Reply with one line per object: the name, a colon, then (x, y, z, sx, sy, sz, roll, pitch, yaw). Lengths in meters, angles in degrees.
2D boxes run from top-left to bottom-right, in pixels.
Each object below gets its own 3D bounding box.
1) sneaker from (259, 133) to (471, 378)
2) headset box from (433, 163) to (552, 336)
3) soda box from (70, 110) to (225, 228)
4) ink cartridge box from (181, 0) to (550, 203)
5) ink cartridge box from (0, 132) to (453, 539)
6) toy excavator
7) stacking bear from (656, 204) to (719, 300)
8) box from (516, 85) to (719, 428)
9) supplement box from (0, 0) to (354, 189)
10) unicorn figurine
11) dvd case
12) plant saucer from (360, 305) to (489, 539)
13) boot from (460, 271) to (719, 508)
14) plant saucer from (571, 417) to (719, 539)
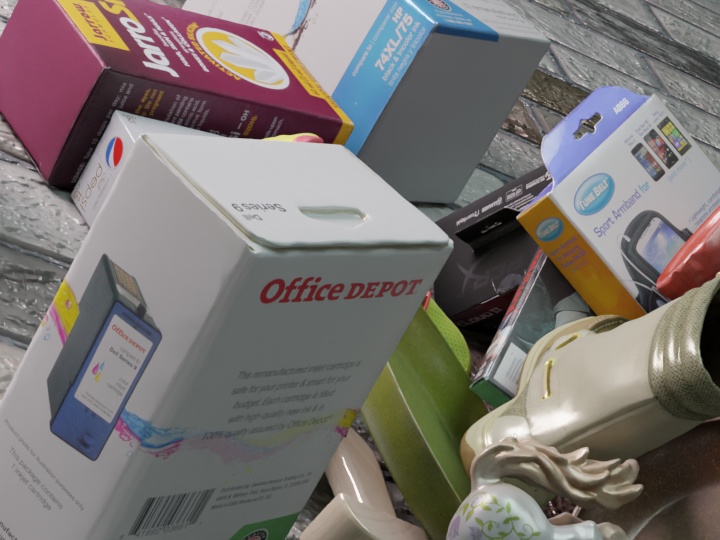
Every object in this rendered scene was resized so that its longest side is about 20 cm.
sneaker: (0.000, 0.000, 1.205, 0.200, 0.090, 0.078, 44, 50, -20)
headset box: (0.152, -0.006, 1.380, 0.199, 0.148, 0.075, 14, 63, -35)
soda box: (-0.068, -0.033, 1.281, 0.199, 0.064, 0.068, 11, 31, -39)
ink cartridge box: (-0.003, -0.165, 1.526, 0.200, 0.146, 0.146, 44, 25, 29)
ink cartridge box: (-0.068, 0.045, 0.940, 0.087, 0.201, 0.145, 43, 26, 27)
toy excavator: (-0.044, 0.056, 1.105, 0.200, 0.100, 0.195, 37, 23, -10)
stacking bear: (0.273, 0.033, 1.172, 0.200, 0.122, 0.114, 43, -2, 3)
box: (0.179, -0.010, 1.245, 0.200, 0.041, 0.119, 49, 53, 0)
supplement box: (-0.119, -0.104, 1.330, 0.199, 0.086, 0.110, 9, 32, -43)
unicorn figurine: (0.061, 0.169, 0.980, 0.137, 0.074, 0.201, 22, 58, -18)
dvd case: (0.158, 0.032, 1.249, 0.146, 0.022, 0.200, 37, 54, -12)
plant saucer: (0.041, 0.089, 1.118, 0.200, 0.031, 0.200, 57, 11, -18)
boot: (0.151, 0.049, 1.104, 0.072, 0.154, 0.200, 57, 31, -2)
plant saucer: (0.206, 0.164, 1.137, 0.201, 0.200, 0.037, 55, -11, 44)
